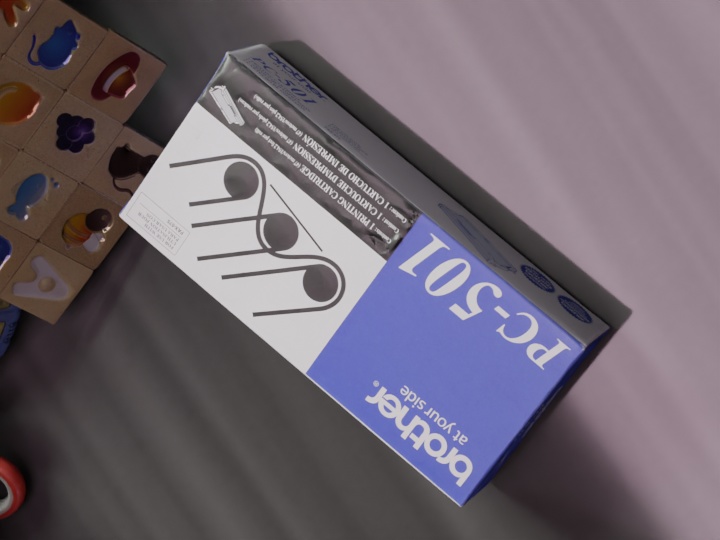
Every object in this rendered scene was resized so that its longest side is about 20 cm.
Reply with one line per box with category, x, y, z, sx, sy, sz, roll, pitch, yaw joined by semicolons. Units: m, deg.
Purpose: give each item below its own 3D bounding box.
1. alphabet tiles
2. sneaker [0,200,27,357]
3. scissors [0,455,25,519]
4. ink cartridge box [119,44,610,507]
alphabet tiles;-0.183;-0.055;1.012;0.200;0.006;0.167;30;104;-33
sneaker;-0.199;-0.040;1.072;0.075;0.088;0.201;-7;120;-21
scissors;-0.247;0.115;1.125;0.199;0.014;0.073;-23;118;24
ink cartridge box;0.000;0.000;1.014;0.200;0.044;0.094;40;111;9
